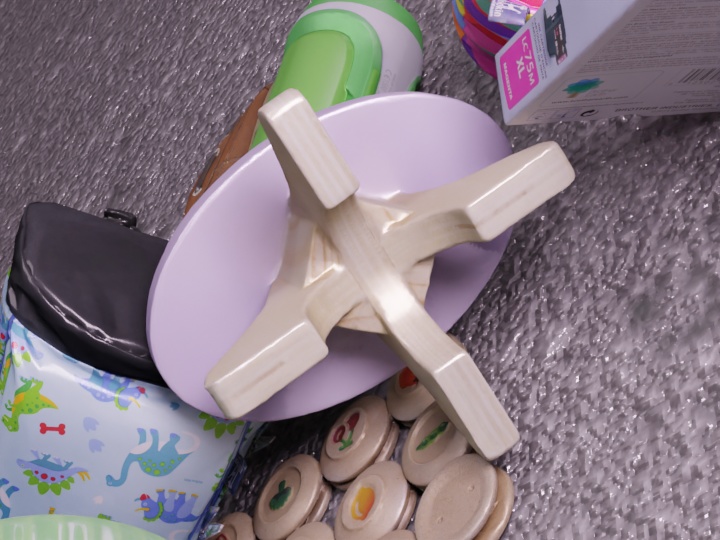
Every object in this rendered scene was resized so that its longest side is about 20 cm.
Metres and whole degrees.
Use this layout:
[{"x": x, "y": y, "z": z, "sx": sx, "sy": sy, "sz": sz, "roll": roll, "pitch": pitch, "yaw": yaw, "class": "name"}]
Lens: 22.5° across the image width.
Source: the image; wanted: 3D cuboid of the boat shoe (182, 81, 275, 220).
[{"x": -0.070, "y": -0.031, "z": 1.087, "sx": 0.068, "sy": 0.072, "sz": 0.201, "roll": -23, "pitch": 32, "yaw": 50, "class": "boat shoe"}]

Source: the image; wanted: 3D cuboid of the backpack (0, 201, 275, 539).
[{"x": -0.134, "y": 0.088, "z": 0.945, "sx": 0.200, "sy": 0.162, "sz": 0.155, "roll": 125, "pitch": 160, "yaw": -44, "class": "backpack"}]

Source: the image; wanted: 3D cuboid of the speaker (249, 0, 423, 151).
[{"x": -0.022, "y": -0.062, "z": 1.024, "sx": 0.088, "sy": 0.088, "sz": 0.201, "roll": -20, "pitch": 43, "yaw": 46, "class": "speaker"}]

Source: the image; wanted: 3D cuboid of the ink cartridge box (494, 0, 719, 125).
[{"x": 0.143, "y": -0.111, "z": 0.725, "sx": 0.200, "sy": 0.118, "sz": 0.042, "roll": 141, "pitch": 121, "yaw": -68, "class": "ink cartridge box"}]

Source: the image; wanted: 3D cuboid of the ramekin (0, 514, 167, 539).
[{"x": -0.136, "y": 0.199, "z": 0.785, "sx": 0.200, "sy": 0.199, "sz": 0.098, "roll": -41, "pitch": 35, "yaw": 22, "class": "ramekin"}]

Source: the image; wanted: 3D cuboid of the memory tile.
[{"x": -0.012, "y": 0.129, "z": 0.872, "sx": 0.200, "sy": 0.017, "sz": 0.154, "roll": -43, "pitch": 30, "yaw": 19, "class": "memory tile"}]

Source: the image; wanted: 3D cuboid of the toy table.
[{"x": 0.000, "y": 0.000, "z": 0.823, "sx": 0.200, "sy": 0.184, "sz": 0.117, "roll": -46, "pitch": 15, "yaw": -5, "class": "toy table"}]

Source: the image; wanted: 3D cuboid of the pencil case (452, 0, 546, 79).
[{"x": 0.086, "y": -0.142, "z": 0.872, "sx": 0.089, "sy": 0.088, "sz": 0.200, "roll": -54, "pitch": -2, "yaw": 0, "class": "pencil case"}]
